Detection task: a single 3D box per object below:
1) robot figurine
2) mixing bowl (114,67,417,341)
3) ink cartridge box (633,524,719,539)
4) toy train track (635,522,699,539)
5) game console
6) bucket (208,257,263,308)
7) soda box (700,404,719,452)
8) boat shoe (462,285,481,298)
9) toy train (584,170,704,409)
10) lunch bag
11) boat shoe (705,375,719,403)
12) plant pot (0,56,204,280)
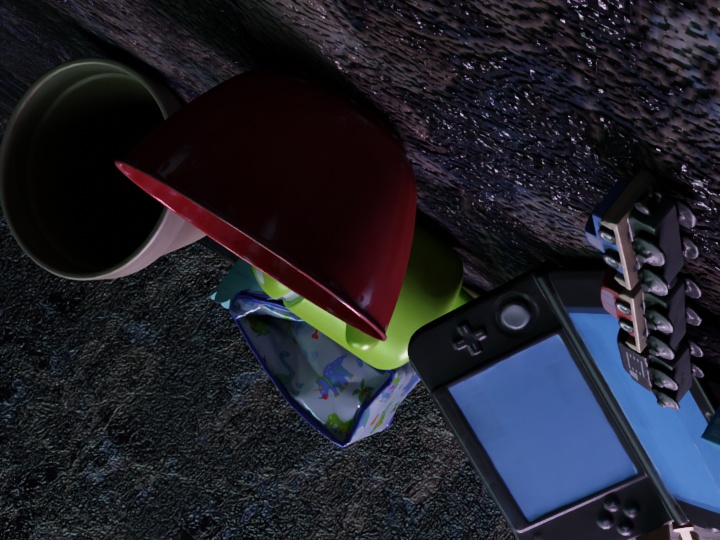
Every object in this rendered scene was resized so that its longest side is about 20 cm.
[{"bbox_3d":[0.000,0.000,0.870,0.200,0.116,0.175,35,-174,-16],"label":"robot figurine"},{"bbox_3d":[-0.040,-0.054,0.683,0.200,0.109,0.200,32,174,4],"label":"mixing bowl"},{"bbox_3d":[0.217,0.216,0.857,0.160,0.201,0.050,11,179,-21],"label":"ink cartridge box"},{"bbox_3d":[0.249,0.168,0.772,0.199,0.115,0.033,-12,136,21],"label":"toy train track"},{"bbox_3d":[0.141,0.105,0.694,0.200,0.175,0.116,59,-163,-8],"label":"game console"},{"bbox_3d":[-0.119,0.041,1.723,0.207,0.135,0.207,33,174,4],"label":"bucket"},{"bbox_3d":[0.290,0.123,0.606,0.200,0.064,0.068,36,173,-17],"label":"soda box"},{"bbox_3d":[0.086,0.057,1.083,0.072,0.065,0.200,36,166,-17],"label":"boat shoe"},{"bbox_3d":[0.140,0.013,0.535,0.046,0.034,0.200,34,166,31],"label":"toy train"},{"bbox_3d":[-0.040,0.089,1.238,0.200,0.128,0.170,36,-174,15],"label":"lunch bag"},{"bbox_3d":[0.235,0.112,0.764,0.200,0.069,0.074,28,173,40],"label":"boat shoe"},{"bbox_3d":[-0.215,-0.091,1.060,0.200,0.201,0.173,31,-169,20],"label":"plant pot"}]
